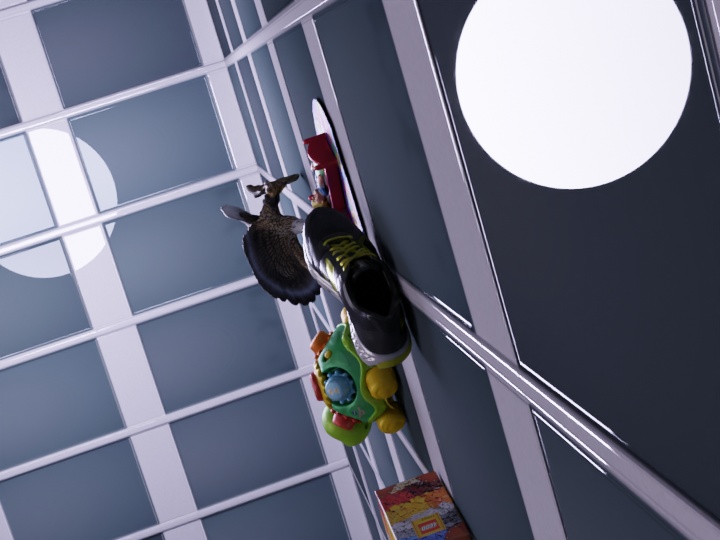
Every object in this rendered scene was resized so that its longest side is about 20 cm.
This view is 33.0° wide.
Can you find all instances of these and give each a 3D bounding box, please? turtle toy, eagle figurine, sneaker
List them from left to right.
[{"bbox_3d":[-0.118,-0.043,1.898,0.150,0.150,0.203,-1,102,63],"label":"eagle figurine"},{"bbox_3d":[-0.010,0.149,1.554,0.201,0.100,0.147,79,171,-47],"label":"turtle toy"},{"bbox_3d":[0.000,0.000,1.237,0.201,0.074,0.085,58,162,31],"label":"sneaker"}]

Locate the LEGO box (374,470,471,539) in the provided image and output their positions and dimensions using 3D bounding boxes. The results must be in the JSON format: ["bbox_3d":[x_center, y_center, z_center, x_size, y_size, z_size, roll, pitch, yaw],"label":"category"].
[{"bbox_3d":[0.089,0.350,1.345,0.149,0.076,0.202,-123,17,-70],"label":"LEGO box"}]

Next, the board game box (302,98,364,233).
[{"bbox_3d":[-0.041,-0.096,1.404,0.158,0.038,0.202,-178,70,-84],"label":"board game box"}]
